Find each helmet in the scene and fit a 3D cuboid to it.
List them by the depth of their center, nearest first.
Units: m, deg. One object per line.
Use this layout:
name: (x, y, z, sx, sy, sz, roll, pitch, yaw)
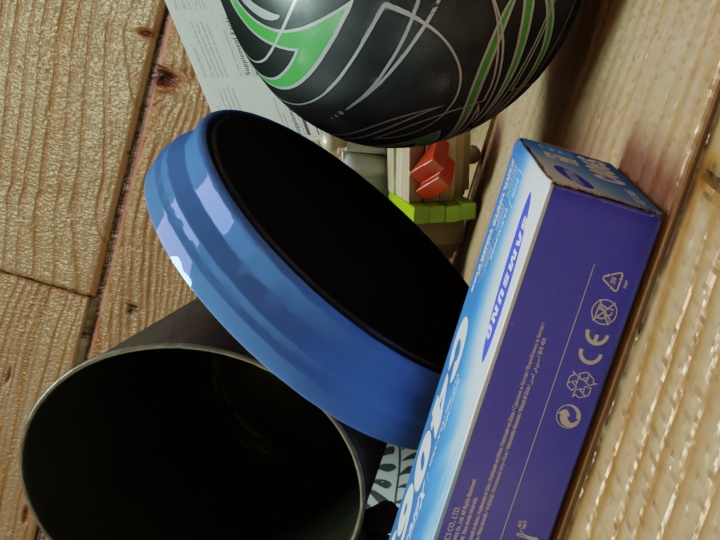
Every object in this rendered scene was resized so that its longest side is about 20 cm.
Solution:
helmet: (0.021, -0.160, 0.656, 0.191, 0.198, 0.202, 49, 138, 31)

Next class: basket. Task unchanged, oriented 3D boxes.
basket: (-0.048, 0.066, 0.677, 0.200, 0.178, 0.138, -44, -57, -62)

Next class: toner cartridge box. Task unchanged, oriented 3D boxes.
toner cartridge box: (0.053, 0.058, 0.493, 0.095, 0.043, 0.203, -94, 20, -76)

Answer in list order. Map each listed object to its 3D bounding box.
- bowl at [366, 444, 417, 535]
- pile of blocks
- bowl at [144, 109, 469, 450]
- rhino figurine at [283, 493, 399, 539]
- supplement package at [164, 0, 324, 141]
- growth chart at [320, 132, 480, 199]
bowl: (-0.020, 0.147, 0.833, 0.201, 0.093, 0.204, -165, 90, -87)
pile of blocks: (0.032, -0.004, 0.862, 0.202, 0.081, 0.062, -67, 26, 8)
bowl: (-0.012, -0.002, 0.624, 0.039, 0.200, 0.201, -48, 13, 18)
rhino figurine: (-0.027, 0.217, 0.693, 0.060, 0.086, 0.203, 128, 158, -81)
supplement package: (-0.065, -0.220, 0.963, 0.201, 0.109, 0.157, 71, -155, -49)
growth chart: (0.000, 0.000, 0.897, 0.018, 0.143, 0.203, 33, 112, 59)
